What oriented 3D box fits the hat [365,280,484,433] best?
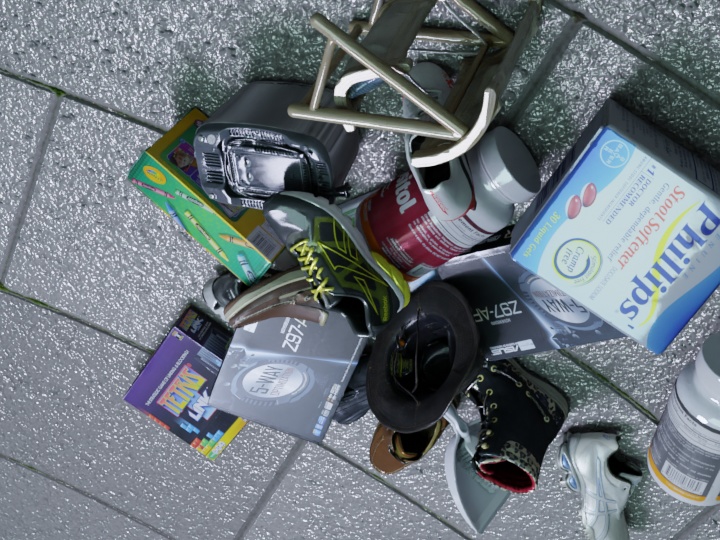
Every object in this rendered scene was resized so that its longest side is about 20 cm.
[{"bbox_3d":[0.095,0.113,1.610,0.081,0.201,0.200,19,142,-35],"label":"hat"}]

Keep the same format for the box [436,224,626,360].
[{"bbox_3d":[0.209,0.020,1.572,0.199,0.044,0.161,-12,120,31],"label":"box"}]

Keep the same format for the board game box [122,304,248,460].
[{"bbox_3d":[-0.225,0.163,1.874,0.165,0.057,0.200,34,133,-7],"label":"board game box"}]

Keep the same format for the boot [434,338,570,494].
[{"bbox_3d":[0.157,0.175,1.645,0.203,0.154,0.074,31,133,-2],"label":"boot"}]

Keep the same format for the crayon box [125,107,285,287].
[{"bbox_3d":[-0.167,-0.090,1.585,0.200,0.119,0.058,42,131,-3],"label":"crayon box"}]

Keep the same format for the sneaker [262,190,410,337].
[{"bbox_3d":[-0.032,-0.007,1.454,0.200,0.085,0.074,39,142,-10],"label":"sneaker"}]

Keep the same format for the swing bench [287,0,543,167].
[{"bbox_3d":[0.061,-0.217,1.339,0.199,0.199,0.130,23,133,6],"label":"swing bench"}]

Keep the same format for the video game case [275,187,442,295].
[{"bbox_3d":[0.000,0.000,1.664,0.199,0.022,0.182,-20,117,35],"label":"video game case"}]

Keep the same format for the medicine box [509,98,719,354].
[{"bbox_3d":[0.291,-0.047,1.407,0.200,0.103,0.182,33,115,-3],"label":"medicine box"}]

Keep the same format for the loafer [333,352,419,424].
[{"bbox_3d":[0.007,0.143,1.745,0.070,0.068,0.200,34,137,-16],"label":"loafer"}]

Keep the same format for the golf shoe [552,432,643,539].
[{"bbox_3d":[0.328,0.293,1.724,0.097,0.078,0.200,-15,121,26],"label":"golf shoe"}]

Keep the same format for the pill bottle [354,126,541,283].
[{"bbox_3d":[0.099,-0.076,1.489,0.200,0.113,0.113,-32,110,30],"label":"pill bottle"}]

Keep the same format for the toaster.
[{"bbox_3d":[-0.083,-0.143,1.510,0.199,0.129,0.114,8,130,19],"label":"toaster"}]

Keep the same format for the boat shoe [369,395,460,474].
[{"bbox_3d":[0.060,0.226,1.789,0.072,0.068,0.200,31,133,-3],"label":"boat shoe"}]

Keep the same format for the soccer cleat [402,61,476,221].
[{"bbox_3d":[0.077,-0.147,1.399,0.068,0.201,0.085,-19,151,20],"label":"soccer cleat"}]

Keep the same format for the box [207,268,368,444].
[{"bbox_3d":[-0.089,0.110,1.689,0.160,0.044,0.201,21,117,-7],"label":"box"}]

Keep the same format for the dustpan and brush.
[{"bbox_3d":[0.142,0.226,1.709,0.200,0.140,0.057,48,153,-12],"label":"dustpan and brush"}]

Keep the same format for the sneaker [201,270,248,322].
[{"bbox_3d":[-0.112,0.065,1.736,0.200,0.067,0.090,41,134,-8],"label":"sneaker"}]

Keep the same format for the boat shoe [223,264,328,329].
[{"bbox_3d":[-0.061,0.032,1.576,0.075,0.202,0.075,97,147,-80],"label":"boat shoe"}]

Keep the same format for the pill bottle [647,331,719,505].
[{"bbox_3d":[0.418,0.174,1.556,0.116,0.117,0.201,18,131,9],"label":"pill bottle"}]
